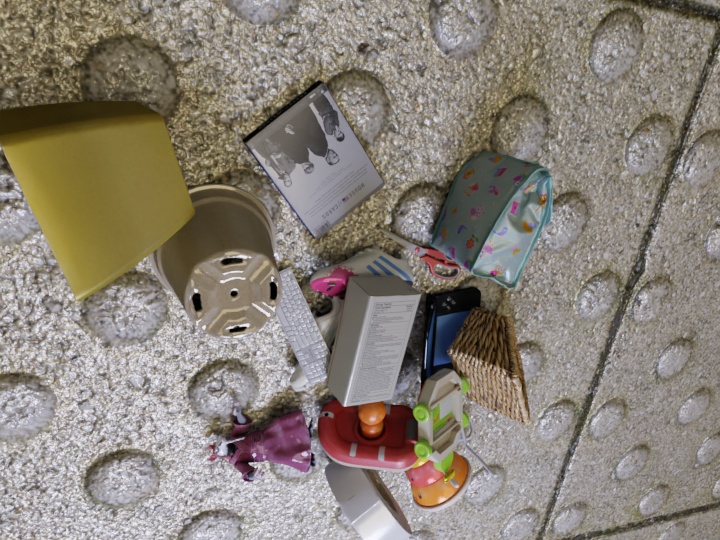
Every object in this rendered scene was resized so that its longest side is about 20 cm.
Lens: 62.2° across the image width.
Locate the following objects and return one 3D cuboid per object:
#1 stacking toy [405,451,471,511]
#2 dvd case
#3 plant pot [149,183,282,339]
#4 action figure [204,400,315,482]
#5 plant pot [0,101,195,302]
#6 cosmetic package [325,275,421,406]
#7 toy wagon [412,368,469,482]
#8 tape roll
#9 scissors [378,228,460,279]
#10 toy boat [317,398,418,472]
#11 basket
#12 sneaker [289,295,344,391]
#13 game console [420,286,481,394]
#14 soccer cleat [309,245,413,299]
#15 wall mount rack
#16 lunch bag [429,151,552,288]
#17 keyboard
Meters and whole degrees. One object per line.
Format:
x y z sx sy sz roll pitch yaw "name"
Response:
0.127 0.383 1.247 0.145 0.146 0.201 -36 104 -4 "stacking toy"
-0.067 -0.167 0.936 0.150 0.025 0.201 -38 124 -3 "dvd case"
-0.198 -0.001 0.862 0.198 0.184 0.203 -10 118 -19 "plant pot"
-0.183 0.314 1.092 0.197 0.136 0.149 -4 159 -8 "action figure"
-0.327 -0.115 0.755 0.175 0.199 0.202 -26 122 -23 "plant pot"
0.018 0.114 0.977 0.102 0.073 0.203 0 114 -34 "cosmetic package"
0.148 0.287 1.091 0.154 0.039 0.203 -16 108 -51 "toy wagon"
0.014 0.446 1.159 0.070 0.203 0.203 -36 123 -3 "tape roll"
0.109 -0.027 1.086 0.198 0.014 0.074 9 111 -29 "scissors"
0.018 0.281 1.095 0.197 0.131 0.132 4 129 6 "toy boat"
0.278 0.177 1.149 0.143 0.148 0.201 -53 139 -24 "basket"
-0.071 0.120 1.052 0.081 0.075 0.201 34 95 -19 "sneaker"
0.171 0.154 1.141 0.173 0.116 0.203 -9 118 -20 "game console"
0.000 0.000 1.018 0.197 0.088 0.070 2 156 -31 "soccer cleat"
0.188 0.341 1.202 0.198 0.176 0.074 3 155 -38 "wall mount rack"
0.226 -0.097 1.011 0.121 0.170 0.202 19 101 -26 "lunch bag"
-0.102 0.096 1.008 0.056 0.011 0.202 -24 100 1 "keyboard"
